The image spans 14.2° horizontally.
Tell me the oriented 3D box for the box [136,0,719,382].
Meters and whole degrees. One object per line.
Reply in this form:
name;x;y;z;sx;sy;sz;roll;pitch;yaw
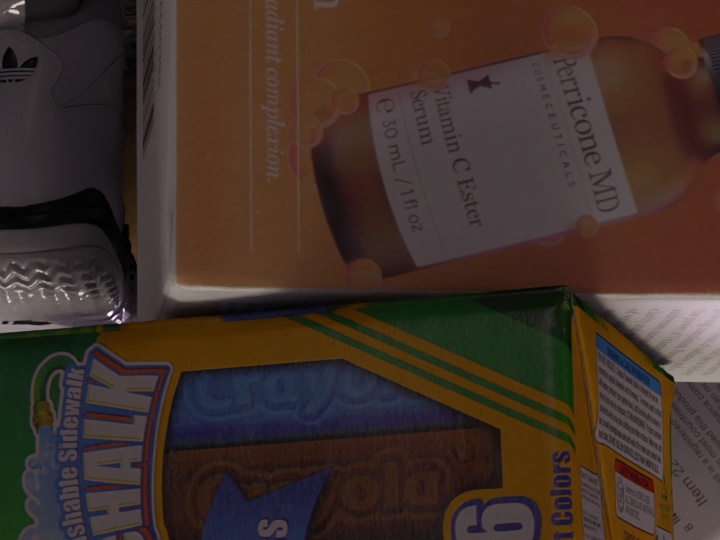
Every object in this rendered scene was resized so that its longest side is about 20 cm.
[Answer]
box;0.043;-0.054;0.773;0.200;0.152;0.106;0;166;-9

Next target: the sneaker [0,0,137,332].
sneaker;-0.104;-0.038;0.919;0.075;0.115;0.200;0;175;-5

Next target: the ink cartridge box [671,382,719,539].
ink cartridge box;0.017;0.069;0.878;0.200;0.145;0.088;-33;163;-16

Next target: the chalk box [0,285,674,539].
chalk box;-0.026;0.081;0.746;0.200;0.124;0.124;-4;168;16

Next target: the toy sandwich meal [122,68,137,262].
toy sandwich meal;-0.022;-0.005;1.037;0.205;0.070;0.205;4;122;7
